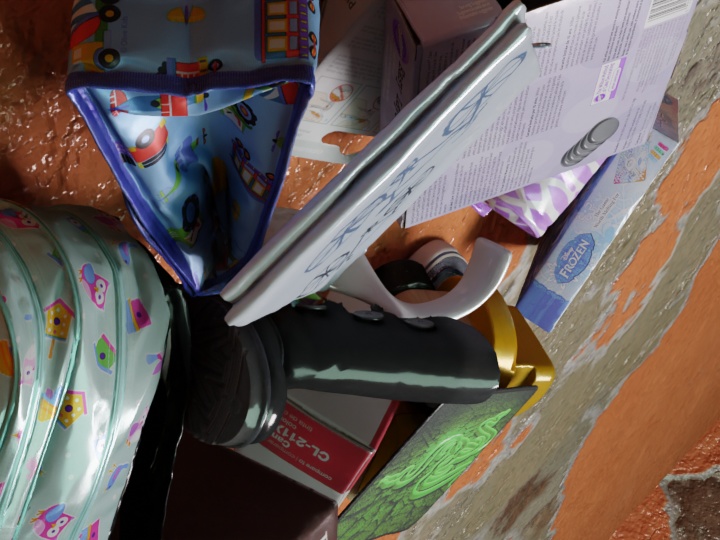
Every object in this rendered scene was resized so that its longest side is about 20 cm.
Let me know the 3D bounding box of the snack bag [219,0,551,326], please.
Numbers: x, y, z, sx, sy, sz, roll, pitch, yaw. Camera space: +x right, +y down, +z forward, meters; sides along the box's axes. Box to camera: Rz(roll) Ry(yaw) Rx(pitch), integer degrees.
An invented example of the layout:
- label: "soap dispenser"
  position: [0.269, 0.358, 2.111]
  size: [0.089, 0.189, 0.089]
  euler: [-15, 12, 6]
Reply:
- label: "snack bag"
  position: [0.020, -0.051, 0.648]
  size: [0.189, 0.021, 0.200]
  euler: [-45, 176, 10]

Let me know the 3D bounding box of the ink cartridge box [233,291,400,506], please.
- label: "ink cartridge box"
  position: [-0.042, 0.127, 0.936]
  size: [0.200, 0.083, 0.146]
  euler: [-60, 180, 37]

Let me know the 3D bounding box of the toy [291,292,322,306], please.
- label: "toy"
  position: [-0.099, 0.083, 0.898]
  size: [0.200, 0.047, 0.115]
  euler: [-50, 156, -4]

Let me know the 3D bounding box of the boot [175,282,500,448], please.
- label: "boot"
  position: [-0.008, 0.056, 0.718]
  size: [0.199, 0.165, 0.066]
  euler: [13, 103, -30]

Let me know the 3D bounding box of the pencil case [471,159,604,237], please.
- label: "pencil case"
  position: [0.170, -0.122, 1.062]
  size: [0.084, 0.085, 0.200]
  euler: [41, 87, -30]

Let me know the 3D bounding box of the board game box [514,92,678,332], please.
- label: "board game box"
  position: [0.217, -0.064, 1.183]
  size: [0.199, 0.043, 0.200]
  euler: [-58, 178, 21]

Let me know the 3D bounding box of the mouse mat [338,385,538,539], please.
- label: "mouse mat"
  position: [0.050, 0.144, 0.951]
  size: [0.161, 0.008, 0.200]
  euler: [-50, 160, 15]

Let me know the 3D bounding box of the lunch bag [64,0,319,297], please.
- label: "lunch bag"
  position: [-0.065, -0.090, 0.582]
  size: [0.094, 0.151, 0.200]
  euler: [-2, 154, -2]

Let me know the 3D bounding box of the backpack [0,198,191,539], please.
- label: "backpack"
  position: [-0.167, 0.065, 0.618]
  size: [0.126, 0.167, 0.201]
  euler: [-6, 122, -60]

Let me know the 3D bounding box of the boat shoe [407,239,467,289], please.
- label: "boat shoe"
  position: [0.096, 0.040, 1.135]
  size: [0.075, 0.093, 0.200]
  euler: [-52, 157, 1]

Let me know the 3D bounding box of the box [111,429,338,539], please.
- label: "box"
  position: [-0.135, 0.217, 0.762]
  size: [0.200, 0.164, 0.167]
  euler: [-37, 139, -45]

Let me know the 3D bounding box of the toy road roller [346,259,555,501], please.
- label: "toy road roller"
  position: [0.064, 0.095, 1.054]
  size: [0.145, 0.123, 0.200]
  euler: [4, 130, -30]

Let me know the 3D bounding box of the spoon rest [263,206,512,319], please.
- label: "spoon rest"
  position: [0.000, 0.000, 0.827]
  size: [0.199, 0.099, 0.061]
  euler: [6, 102, -26]

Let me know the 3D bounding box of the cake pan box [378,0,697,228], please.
- label: "cake pan box"
  position: [0.102, -0.119, 0.778]
  size: [0.184, 0.052, 0.200]
  euler: [-22, 154, -11]

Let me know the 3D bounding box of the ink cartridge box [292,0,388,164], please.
- label: "ink cartridge box"
  position: [0.037, -0.142, 0.788]
  size: [0.160, 0.047, 0.200]
  euler: [4, 143, -45]
